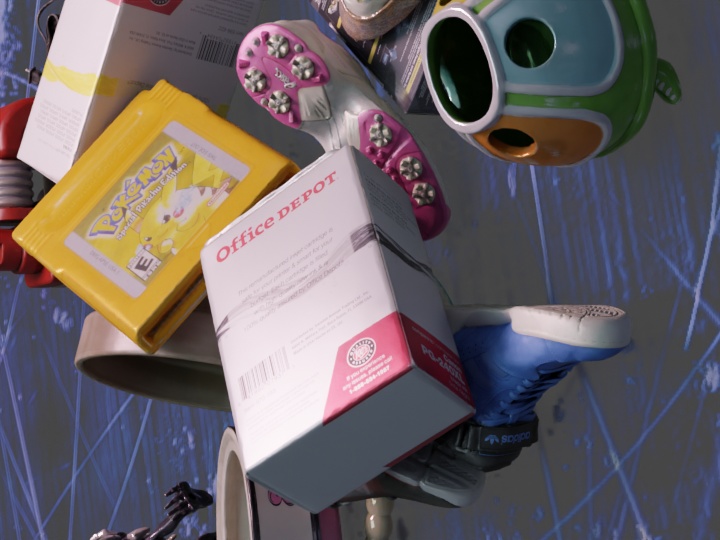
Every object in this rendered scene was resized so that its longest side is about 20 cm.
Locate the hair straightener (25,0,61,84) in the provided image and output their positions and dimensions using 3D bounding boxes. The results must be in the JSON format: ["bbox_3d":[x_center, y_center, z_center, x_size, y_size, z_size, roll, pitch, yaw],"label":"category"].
[{"bbox_3d":[-0.274,-0.197,1.808,0.041,0.076,0.202,97,169,-61],"label":"hair straightener"}]

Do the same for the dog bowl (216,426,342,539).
[{"bbox_3d":[-0.063,0.220,1.501,0.200,0.073,0.202,178,90,-78],"label":"dog bowl"}]

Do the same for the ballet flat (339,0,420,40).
[{"bbox_3d":[0.024,-0.220,1.333,0.200,0.067,0.069,-37,66,48],"label":"ballet flat"}]

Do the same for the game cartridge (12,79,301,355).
[{"bbox_3d":[-0.158,-0.048,1.476,0.177,0.032,0.200,-49,46,-8],"label":"game cartridge"}]

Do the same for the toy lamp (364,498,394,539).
[{"bbox_3d":[0.017,0.167,1.451,0.058,0.058,0.202,16,103,53],"label":"toy lamp"}]

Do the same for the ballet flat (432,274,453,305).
[{"bbox_3d":[0.000,0.000,1.458,0.200,0.071,0.072,52,131,40],"label":"ballet flat"}]

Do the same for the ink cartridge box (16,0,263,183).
[{"bbox_3d":[-0.182,-0.162,1.608,0.083,0.144,0.202,27,102,42],"label":"ink cartridge box"}]

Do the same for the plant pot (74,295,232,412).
[{"bbox_3d":[-0.115,0.008,1.541,0.199,0.199,0.175,-15,63,54],"label":"plant pot"}]

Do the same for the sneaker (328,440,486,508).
[{"bbox_3d":[-0.001,0.134,1.401,0.199,0.077,0.083,21,128,23],"label":"sneaker"}]

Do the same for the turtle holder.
[{"bbox_3d":[0.108,-0.156,1.218,0.140,0.131,0.187,16,116,50],"label":"turtle holder"}]

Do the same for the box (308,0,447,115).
[{"bbox_3d":[0.044,-0.239,1.402,0.161,0.049,0.201,52,132,42],"label":"box"}]

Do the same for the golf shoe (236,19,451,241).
[{"bbox_3d":[0.000,-0.110,1.426,0.075,0.092,0.200,-40,94,27],"label":"golf shoe"}]

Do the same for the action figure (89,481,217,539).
[{"bbox_3d":[-0.188,0.272,1.709,0.119,0.101,0.200,55,133,22],"label":"action figure"}]

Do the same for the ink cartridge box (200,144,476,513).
[{"bbox_3d":[-0.020,0.038,1.328,0.145,0.083,0.201,-34,47,21],"label":"ink cartridge box"}]

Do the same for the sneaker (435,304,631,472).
[{"bbox_3d":[0.109,0.079,1.295,0.199,0.076,0.113,-1,89,55],"label":"sneaker"}]

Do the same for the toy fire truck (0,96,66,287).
[{"bbox_3d":[-0.342,-0.071,1.829,0.128,0.198,0.178,-9,84,54],"label":"toy fire truck"}]
